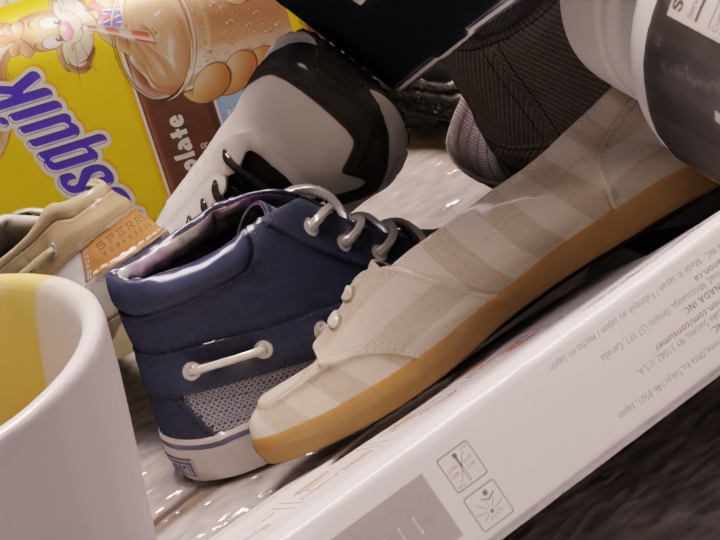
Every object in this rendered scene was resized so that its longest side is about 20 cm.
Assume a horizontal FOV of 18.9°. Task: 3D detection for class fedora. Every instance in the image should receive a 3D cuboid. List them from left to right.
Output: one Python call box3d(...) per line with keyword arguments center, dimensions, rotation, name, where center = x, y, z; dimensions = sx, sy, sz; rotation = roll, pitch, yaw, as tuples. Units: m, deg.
box3d(center=(0.094, -0.126, 0.920), dimensions=(0.177, 0.090, 0.200), rotation=(-8, 43, 46), name="fedora")

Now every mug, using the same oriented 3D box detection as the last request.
box3d(center=(-0.119, 0.094, 0.666), dimensions=(0.149, 0.153, 0.187), rotation=(-12, 23, 17), name="mug")

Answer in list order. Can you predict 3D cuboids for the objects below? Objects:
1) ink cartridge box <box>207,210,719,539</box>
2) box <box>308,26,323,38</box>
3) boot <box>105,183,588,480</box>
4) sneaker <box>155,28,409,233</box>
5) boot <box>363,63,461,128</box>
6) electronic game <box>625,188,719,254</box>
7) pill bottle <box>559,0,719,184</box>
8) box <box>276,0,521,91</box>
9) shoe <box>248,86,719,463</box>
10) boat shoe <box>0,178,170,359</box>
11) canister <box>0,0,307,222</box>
box3d(center=(0.037, 0.060, 0.730), dimensions=(0.200, 0.045, 0.176), rotation=(-34, -1, -16), name="ink cartridge box")
box3d(center=(-0.108, -0.136, 1.279), dimensions=(0.200, 0.075, 0.100), rotation=(-5, 26, 26), name="box")
box3d(center=(0.000, 0.000, 0.863), dimensions=(0.200, 0.090, 0.073), rotation=(-29, 25, -21), name="boot")
box3d(center=(-0.042, -0.027, 0.916), dimensions=(0.080, 0.074, 0.200), rotation=(-47, -5, -31), name="sneaker")
box3d(center=(0.110, -0.135, 1.094), dimensions=(0.211, 0.080, 0.158), rotation=(-33, 26, -28), name="boot")
box3d(center=(0.193, -0.057, 0.872), dimensions=(0.200, 0.042, 0.200), rotation=(-26, 9, 4), name="electronic game")
box3d(center=(0.160, -0.068, 0.692), dimensions=(0.116, 0.117, 0.200), rotation=(-28, 38, -20), name="pill bottle")
box3d(center=(0.042, -0.192, 0.788), dimensions=(0.197, 0.124, 0.200), rotation=(-54, 6, -12), name="box")
box3d(center=(0.037, 0.002, 0.801), dimensions=(0.200, 0.053, 0.070), rotation=(-34, -1, 8), name="shoe")
box3d(center=(-0.142, 0.007, 0.943), dimensions=(0.200, 0.068, 0.075), rotation=(-18, 17, 49), name="boat shoe")
box3d(center=(-0.119, -0.078, 1.061), dimensions=(0.200, 0.149, 0.087), rotation=(-19, 22, -3), name="canister")
